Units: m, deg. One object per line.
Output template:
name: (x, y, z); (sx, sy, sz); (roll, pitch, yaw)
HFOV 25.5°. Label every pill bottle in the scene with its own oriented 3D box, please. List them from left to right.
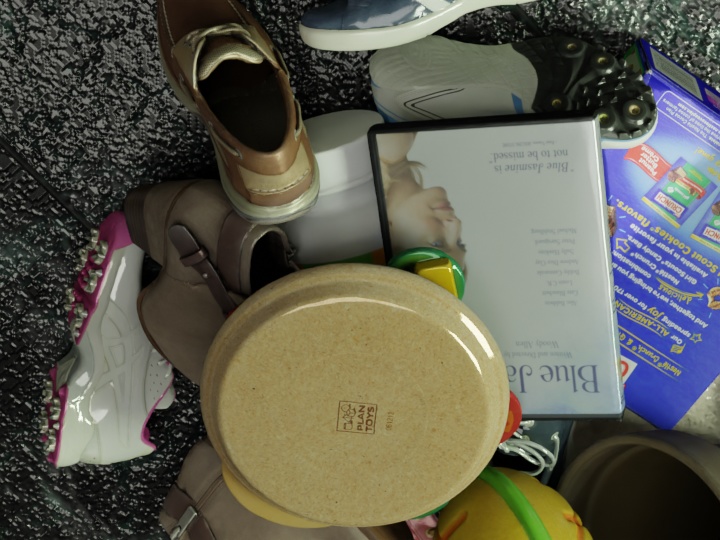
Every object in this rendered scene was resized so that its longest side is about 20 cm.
pill bottle: (0.000, 0.000, 1.070); (0.110, 0.111, 0.201); (-11, 112, 10)

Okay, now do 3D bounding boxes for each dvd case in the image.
dvd case: (0.086, 0.002, 0.988); (0.142, 0.018, 0.201); (-2, 111, 17)

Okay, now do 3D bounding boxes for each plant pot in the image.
plant pot: (0.254, 0.201, 1.085); (0.173, 0.200, 0.201); (-5, 120, -35)

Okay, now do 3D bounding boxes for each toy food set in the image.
toy food set: (-0.001, 0.080, 0.990); (0.197, 0.049, 0.201); (-9, 118, 6)

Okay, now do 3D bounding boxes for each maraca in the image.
maraca: (0.112, 0.222, 1.051); (0.106, 0.137, 0.201); (-21, 87, -17)

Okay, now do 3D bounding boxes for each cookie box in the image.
cookie box: (0.195, -0.021, 1.061); (0.171, 0.075, 0.200); (33, 113, -8)

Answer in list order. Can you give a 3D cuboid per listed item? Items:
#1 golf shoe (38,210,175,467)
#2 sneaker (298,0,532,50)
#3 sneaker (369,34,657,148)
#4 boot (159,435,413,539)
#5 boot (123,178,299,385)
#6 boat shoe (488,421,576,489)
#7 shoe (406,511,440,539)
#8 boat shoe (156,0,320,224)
golf shoe: (-0.171, 0.052, 1.142); (0.091, 0.075, 0.201); (9, 115, -20)
sneaker: (0.050, -0.201, 1.001); (0.199, 0.075, 0.085); (-18, 113, 2)
sneaker: (0.099, -0.107, 1.014); (0.199, 0.072, 0.073); (13, 150, 30)
boot: (-0.058, 0.187, 1.128); (0.146, 0.200, 0.070); (-48, 140, 11)
boot: (-0.085, 0.024, 1.060); (0.146, 0.070, 0.201); (22, 145, 42)
boat shoe: (0.107, 0.105, 1.089); (0.075, 0.062, 0.200); (24, 148, 18)
shoe: (0.065, 0.206, 1.153); (0.199, 0.071, 0.092); (15, 113, 25)
boat shoe: (-0.078, -0.123, 0.991); (0.075, 0.201, 0.072); (-24, 149, -11)
